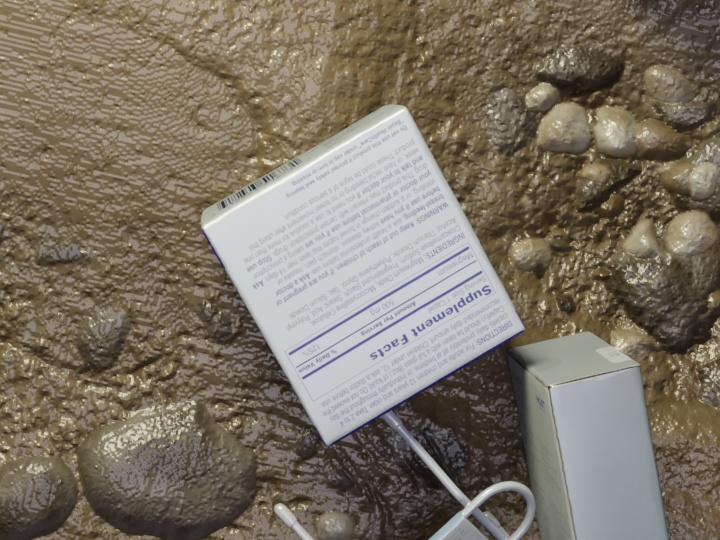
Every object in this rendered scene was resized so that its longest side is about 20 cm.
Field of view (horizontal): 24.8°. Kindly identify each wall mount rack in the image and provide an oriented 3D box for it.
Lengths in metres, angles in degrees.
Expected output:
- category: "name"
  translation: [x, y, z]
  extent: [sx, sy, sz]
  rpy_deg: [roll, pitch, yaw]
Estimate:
- category: "wall mount rack"
  translation: [0.036, 0.214, 1.318]
  extent: [0.200, 0.075, 0.174]
  rpy_deg: [-43, 123, 0]

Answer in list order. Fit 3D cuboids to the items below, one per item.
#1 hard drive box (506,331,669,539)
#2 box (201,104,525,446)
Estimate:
- category: "hard drive box"
  translation: [0.183, 0.165, 1.305]
  extent: [0.076, 0.156, 0.202]
  rpy_deg: [-12, 99, -5]
- category: "box"
  translation: [0.000, 0.000, 1.288]
  extent: [0.183, 0.105, 0.201]
  rpy_deg: [-30, 99, -2]
